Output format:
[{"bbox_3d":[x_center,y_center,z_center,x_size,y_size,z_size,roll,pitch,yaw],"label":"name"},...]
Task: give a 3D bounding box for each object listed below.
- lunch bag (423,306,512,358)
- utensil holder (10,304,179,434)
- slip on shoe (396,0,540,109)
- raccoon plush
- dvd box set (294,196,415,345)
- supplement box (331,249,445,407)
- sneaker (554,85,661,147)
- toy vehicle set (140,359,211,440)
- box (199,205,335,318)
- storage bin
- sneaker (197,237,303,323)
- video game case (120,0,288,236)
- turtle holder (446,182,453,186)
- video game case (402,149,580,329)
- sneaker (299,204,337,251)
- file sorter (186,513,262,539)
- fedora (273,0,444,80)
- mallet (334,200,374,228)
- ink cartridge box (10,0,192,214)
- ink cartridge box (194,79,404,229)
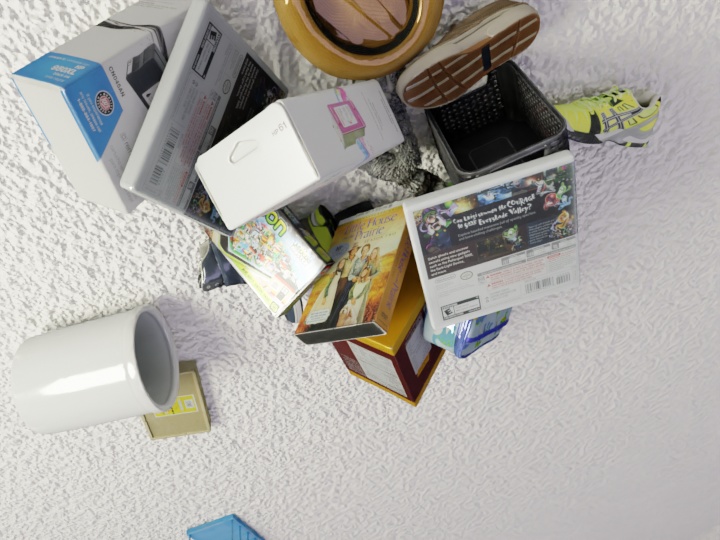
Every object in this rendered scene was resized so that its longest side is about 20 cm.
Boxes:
[{"bbox_3d":[0.171,0.037,0.831,0.199,0.081,0.164,-7,116,-58],"label":"lunch bag"},{"bbox_3d":[-0.417,0.161,0.904,0.196,0.172,0.172,-14,134,2],"label":"utensil holder"},{"bbox_3d":[0.123,-0.269,0.686,0.198,0.061,0.076,-33,149,-3],"label":"slip on shoe"},{"bbox_3d":[0.068,-0.189,0.752,0.197,0.098,0.135,21,120,-23],"label":"raccoon plush"},{"bbox_3d":[0.000,0.000,0.750,0.145,0.203,0.029,-13,135,41],"label":"dvd box set"},{"bbox_3d":[0.059,0.061,0.868,0.131,0.199,0.201,20,153,28],"label":"supplement box"},{"bbox_3d":[0.345,-0.229,0.812,0.196,0.076,0.078,-5,126,-24],"label":"sneaker"},{"bbox_3d":[-0.367,0.256,1.096,0.121,0.027,0.203,-6,132,-9],"label":"toy vehicle set"},{"bbox_3d":[-0.139,-0.048,0.776,0.110,0.201,0.035,-44,172,18],"label":"box"},{"bbox_3d":[0.173,-0.167,0.726,0.133,0.202,0.094,-23,133,8],"label":"storage bin"},{"bbox_3d":[-0.174,0.018,0.883,0.144,0.077,0.205,-21,124,-10],"label":"sneaker"},{"bbox_3d":[-0.163,-0.157,0.633,0.181,0.023,0.204,30,79,-67],"label":"video game case"},{"bbox_3d":[0.205,-0.115,0.830,0.182,0.133,0.142,9,130,-21],"label":"turtle holder"},{"bbox_3d":[0.163,-0.030,0.675,0.196,0.024,0.184,-17,124,2],"label":"video game case"},{"bbox_3d":[-0.056,-0.013,0.910,0.079,0.075,0.202,-17,126,11],"label":"sneaker"},{"bbox_3d":[-0.352,0.761,1.492,0.136,0.124,0.202,-21,133,5],"label":"file sorter"},{"bbox_3d":[-0.003,-0.319,0.628,0.196,0.083,0.204,-4,129,-5],"label":"fedora"},{"bbox_3d":[0.024,-0.036,0.927,0.065,0.042,0.201,-27,137,8],"label":"mallet"},{"bbox_3d":[-0.235,-0.185,0.606,0.083,0.201,0.146,17,141,25],"label":"ink cartridge box"},{"bbox_3d":[-0.062,-0.133,0.630,0.143,0.199,0.086,-23,98,36],"label":"ink cartridge box"}]
